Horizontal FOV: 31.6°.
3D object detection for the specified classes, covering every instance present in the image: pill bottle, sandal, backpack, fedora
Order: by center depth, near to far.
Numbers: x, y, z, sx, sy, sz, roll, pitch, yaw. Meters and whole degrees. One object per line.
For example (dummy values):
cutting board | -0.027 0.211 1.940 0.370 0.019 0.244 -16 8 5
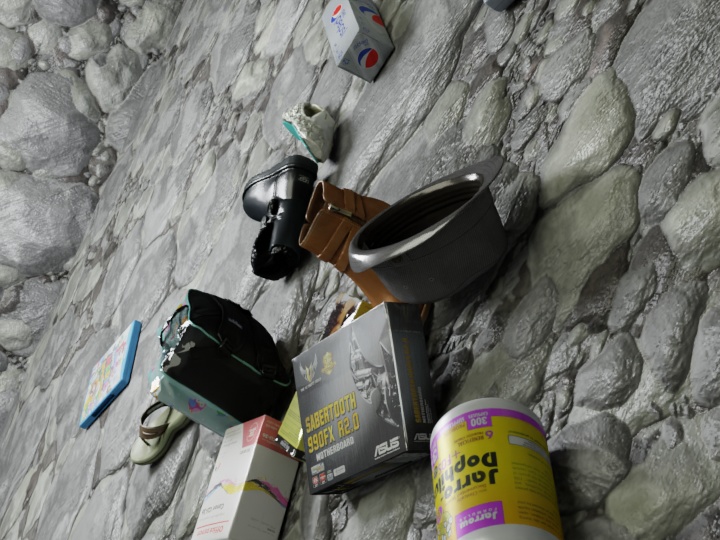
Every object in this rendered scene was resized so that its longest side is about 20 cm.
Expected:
pill bottle | 0.114 0.210 1.050 0.104 0.104 0.201 -49 28 33
fedora | 0.084 -0.030 1.337 0.199 0.091 0.177 -24 18 29
backpack | -0.197 0.121 1.726 0.154 0.175 0.200 -53 21 17
sandal | -0.315 0.233 2.017 0.201 0.057 0.080 -48 28 35

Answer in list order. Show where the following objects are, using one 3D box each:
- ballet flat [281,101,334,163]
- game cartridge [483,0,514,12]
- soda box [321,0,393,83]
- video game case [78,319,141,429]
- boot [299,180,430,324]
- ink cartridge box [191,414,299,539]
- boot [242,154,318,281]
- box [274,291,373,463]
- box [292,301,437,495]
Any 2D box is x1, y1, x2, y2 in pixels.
ballet flat | -0.074 -0.222 1.947 0.072 0.071 0.200 -60 23 11
game cartridge | 0.201 -0.422 1.585 0.133 0.041 0.202 -42 32 51
soda box | -0.006 -0.363 1.938 0.069 0.063 0.201 -56 24 22
video game case | -0.486 0.202 2.470 0.200 0.018 0.144 -43 30 41
boot | 0.000 0.000 1.442 0.074 0.154 0.201 -42 32 41
ink cartridge box | -0.145 0.291 1.572 0.116 0.067 0.202 -28 41 54
boot | -0.137 -0.064 1.903 0.200 0.076 0.170 -30 42 55
box | -0.033 0.130 1.520 0.202 0.050 0.075 -67 23 -3
box | 0.002 0.141 1.368 0.200 0.048 0.160 -33 60 51
